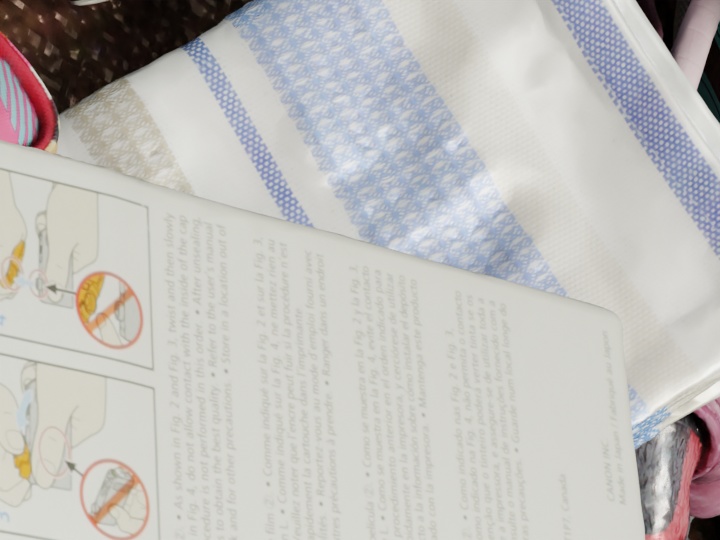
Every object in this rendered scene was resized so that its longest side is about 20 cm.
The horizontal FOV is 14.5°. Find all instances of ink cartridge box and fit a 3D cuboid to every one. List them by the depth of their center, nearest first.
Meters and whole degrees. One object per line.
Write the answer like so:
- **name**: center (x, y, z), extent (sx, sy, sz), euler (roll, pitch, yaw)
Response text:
- **ink cartridge box**: center (-0.027, 0.069, 0.537), extent (0.199, 0.050, 0.163), euler (14, 60, -33)

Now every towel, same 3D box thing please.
- **towel**: center (0.000, 0.000, 0.686), extent (0.199, 0.024, 0.147), euler (-30, 79, -13)

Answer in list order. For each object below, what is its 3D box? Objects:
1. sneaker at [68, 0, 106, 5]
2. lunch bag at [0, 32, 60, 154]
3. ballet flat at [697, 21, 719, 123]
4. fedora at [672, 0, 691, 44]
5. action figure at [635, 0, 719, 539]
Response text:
- **sneaker**: center (-0.035, -0.162, 0.755), extent (0.200, 0.080, 0.147), euler (-34, 109, -53)
- **lunch bag**: center (-0.157, -0.012, 0.536), extent (0.176, 0.082, 0.199), euler (40, 41, 22)
- **ballet flat**: center (0.129, -0.055, 0.807), extent (0.063, 0.200, 0.076), euler (-10, 64, -16)
- **fedora**: center (0.174, -0.108, 0.914), extent (0.199, 0.178, 0.090), euler (-2, 35, -27)
- **action figure**: center (0.073, 0.003, 0.758), extent (0.133, 0.149, 0.201), euler (20, 40, -33)
